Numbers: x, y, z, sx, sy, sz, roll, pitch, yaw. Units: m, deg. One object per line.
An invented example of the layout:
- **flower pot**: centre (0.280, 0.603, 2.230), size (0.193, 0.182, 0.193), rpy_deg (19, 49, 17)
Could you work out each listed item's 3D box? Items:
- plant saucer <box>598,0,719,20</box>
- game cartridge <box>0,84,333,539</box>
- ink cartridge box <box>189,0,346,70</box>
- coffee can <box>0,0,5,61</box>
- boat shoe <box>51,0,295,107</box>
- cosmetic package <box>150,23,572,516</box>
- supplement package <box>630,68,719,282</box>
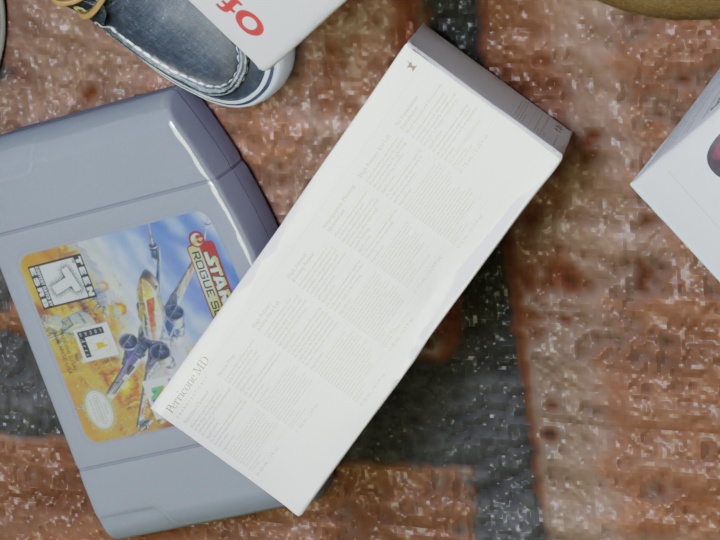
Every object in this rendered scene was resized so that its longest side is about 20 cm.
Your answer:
- **plant saucer**: centre (0.119, -0.192, 1.183), size (0.199, 0.035, 0.201), rpy_deg (9, 113, 21)
- **game cartridge**: centre (-0.090, 0.021, 1.361), size (0.133, 0.042, 0.201), rpy_deg (-12, 105, 32)
- **ink cartridge box**: centre (-0.022, -0.190, 1.176), size (0.146, 0.084, 0.200), rpy_deg (43, 139, -7)
- **coffee can**: centre (-0.264, -0.092, 1.297), size (0.145, 0.200, 0.147), rpy_deg (8, 113, 20)
- **boat shoe**: centre (-0.121, -0.136, 1.279), size (0.200, 0.091, 0.071), rpy_deg (44, 121, 2)
- **cosmetic package**: centre (0.000, 0.000, 1.280), size (0.082, 0.051, 0.200), rpy_deg (35, 109, -3)
- **supplement package**: centre (0.224, -0.018, 1.132), size (0.200, 0.156, 0.111), rpy_deg (47, 122, -2)
